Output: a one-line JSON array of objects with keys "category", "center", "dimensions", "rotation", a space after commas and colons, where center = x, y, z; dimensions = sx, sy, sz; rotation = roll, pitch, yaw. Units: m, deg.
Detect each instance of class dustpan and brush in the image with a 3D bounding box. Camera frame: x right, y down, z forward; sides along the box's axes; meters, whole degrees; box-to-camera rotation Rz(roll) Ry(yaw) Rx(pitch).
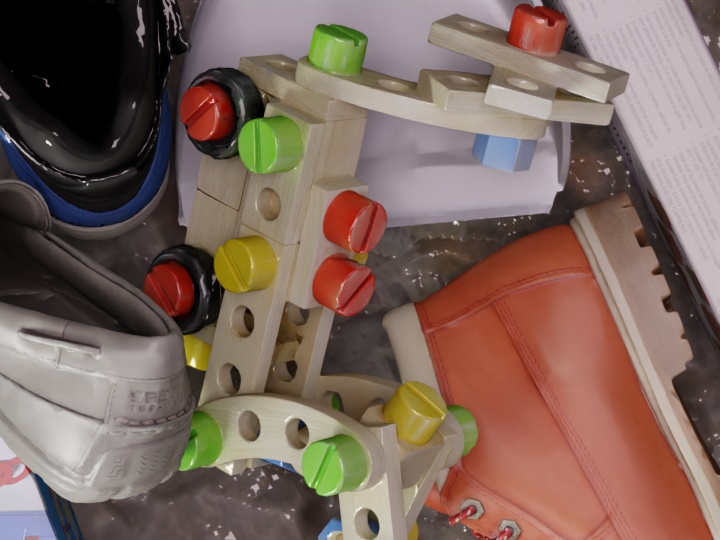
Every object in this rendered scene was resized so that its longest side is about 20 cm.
[{"category": "dustpan and brush", "center": [-0.002, -0.117, 0.877], "dimensions": [0.139, 0.057, 0.200], "rotation": [-5, 97, 11]}]

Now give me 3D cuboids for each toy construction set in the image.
[{"category": "toy construction set", "center": [0.000, 0.000, 0.812], "dimensions": [0.131, 0.092, 0.200], "rotation": [28, 99, 35]}]

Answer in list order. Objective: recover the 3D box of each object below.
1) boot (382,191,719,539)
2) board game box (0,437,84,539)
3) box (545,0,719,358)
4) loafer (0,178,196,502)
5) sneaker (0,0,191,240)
[{"category": "boot", "center": [0.079, 0.085, 0.868], "dimensions": [0.107, 0.075, 0.200], "rotation": [-21, 82, 2]}, {"category": "board game box", "center": [-0.179, 0.155, 0.868], "dimensions": [0.200, 0.056, 0.196], "rotation": [-21, 90, -1]}, {"category": "box", "center": [0.115, -0.038, 0.880], "dimensions": [0.041, 0.039, 0.200], "rotation": [-27, 91, -2]}, {"category": "loafer", "center": [-0.125, -0.004, 0.828], "dimensions": [0.200, 0.070, 0.070], "rotation": [35, 125, 29]}, {"category": "sneaker", "center": [-0.109, -0.114, 0.831], "dimensions": [0.077, 0.111, 0.200], "rotation": [-15, 83, -9]}]
